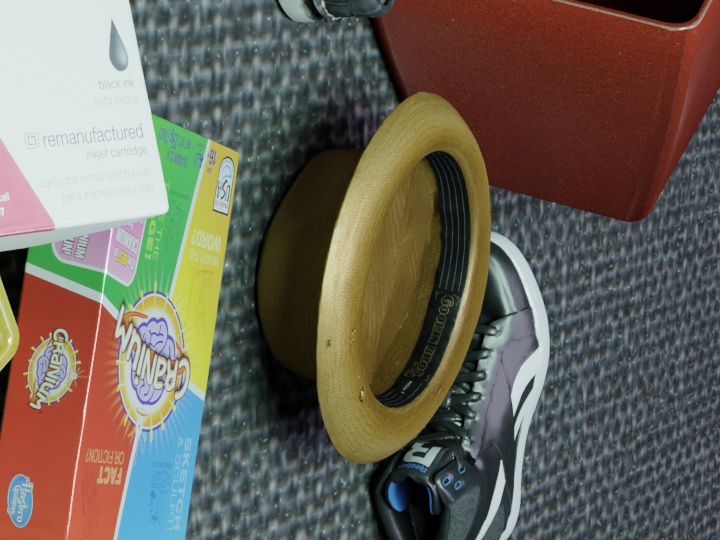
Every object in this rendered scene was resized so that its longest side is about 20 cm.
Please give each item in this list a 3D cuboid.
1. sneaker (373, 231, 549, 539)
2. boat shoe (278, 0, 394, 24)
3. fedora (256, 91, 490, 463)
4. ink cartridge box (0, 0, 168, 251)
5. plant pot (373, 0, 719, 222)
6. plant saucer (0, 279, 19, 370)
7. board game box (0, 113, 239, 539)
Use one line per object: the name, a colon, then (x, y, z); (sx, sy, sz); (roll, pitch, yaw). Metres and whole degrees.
sneaker: (0.057, 0.083, 1.564); (0.112, 0.073, 0.201); (-22, 116, -61)
boat shoe: (0.010, -0.224, 1.427); (0.074, 0.060, 0.201); (49, 53, -53)
fedora: (0.000, 0.000, 1.432); (0.200, 0.081, 0.202); (-34, 130, -54)
ink cartridge box: (-0.166, -0.106, 1.017); (0.146, 0.083, 0.201); (-10, 88, -52)
plant pot: (0.126, -0.147, 1.547); (0.177, 0.199, 0.200); (88, 26, -42)
plant saucer: (-0.209, 0.013, 1.069); (0.200, 0.048, 0.201); (-54, 140, -44)
board game box: (-0.112, 0.030, 1.238); (0.153, 0.040, 0.201); (18, 80, -73)
